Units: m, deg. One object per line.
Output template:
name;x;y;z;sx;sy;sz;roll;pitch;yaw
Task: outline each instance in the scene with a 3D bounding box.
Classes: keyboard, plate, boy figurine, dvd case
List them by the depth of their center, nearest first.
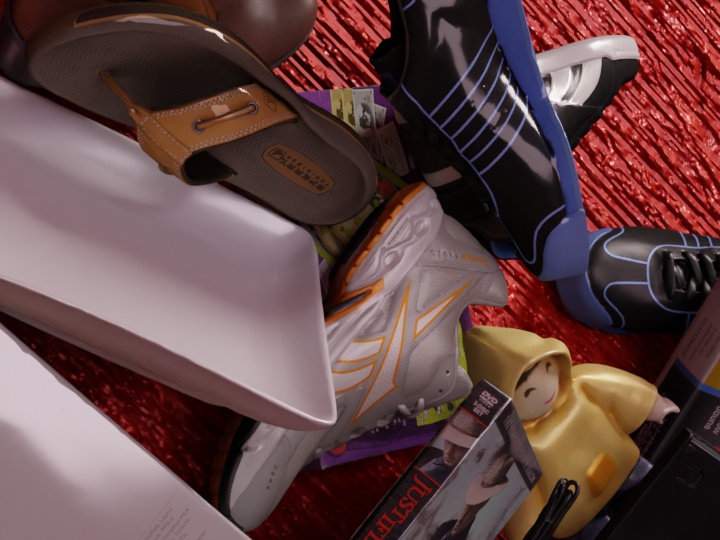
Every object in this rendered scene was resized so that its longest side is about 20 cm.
plate;-0.108;-0.007;0.808;0.199;0.200;0.032;26;111;-16
dvd case;0.013;0.153;0.837;0.022;0.146;0.200;35;80;21
keyboard;0.120;0.167;0.941;0.127;0.021;0.200;34;97;-30
boy figurine;0.123;0.102;0.965;0.124;0.064;0.200;-39;117;-13

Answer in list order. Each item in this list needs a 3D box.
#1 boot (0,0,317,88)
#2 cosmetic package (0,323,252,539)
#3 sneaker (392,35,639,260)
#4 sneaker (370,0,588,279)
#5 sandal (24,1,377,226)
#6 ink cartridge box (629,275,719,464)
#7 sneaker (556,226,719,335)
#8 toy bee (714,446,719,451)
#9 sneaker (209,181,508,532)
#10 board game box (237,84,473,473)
boot;-0.064;-0.159;0.840;0.188;0.200;0.069;-2;69;-32
cosmetic package;-0.134;0.101;0.786;0.200;0.113;0.081;46;77;-20
sneaker;0.100;-0.066;1.006;0.200;0.073;0.112;-20;97;-44
sneaker;0.054;-0.082;0.883;0.078;0.070;0.201;-20;102;-3
sandal;-0.071;-0.065;0.853;0.200;0.082;0.055;34;40;-36
ink cartridge box;0.279;0.063;1.051;0.199;0.047;0.198;19;108;-27
sneaker;0.214;0.006;1.065;0.199;0.078;0.071;6;77;-33
toy bee;0.242;0.147;1.007;0.201;0.108;0.131;-71;160;-1
sneaker;0.005;0.056;0.880;0.092;0.076;0.200;38;77;-9
board game box;0.000;0.000;0.955;0.120;0.032;0.201;-8;83;-39
